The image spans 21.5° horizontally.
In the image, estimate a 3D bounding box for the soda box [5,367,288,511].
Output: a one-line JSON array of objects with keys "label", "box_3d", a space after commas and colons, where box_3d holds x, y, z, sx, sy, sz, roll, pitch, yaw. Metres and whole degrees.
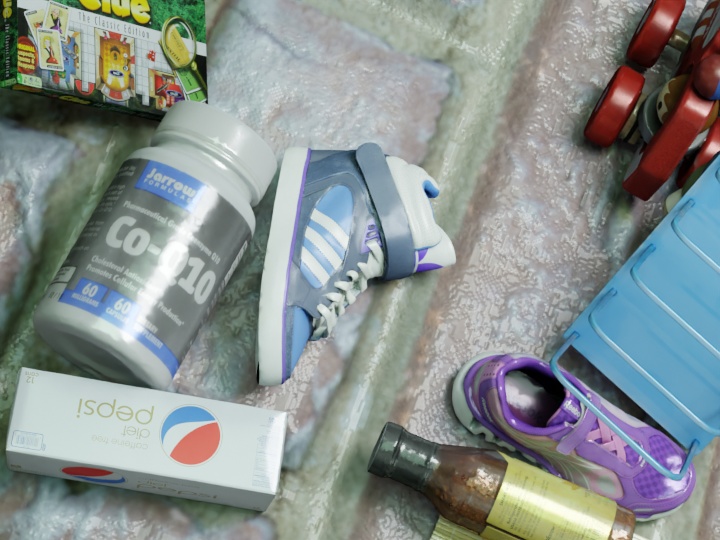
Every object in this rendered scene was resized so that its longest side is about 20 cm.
[{"label": "soda box", "box_3d": [-0.157, 0.125, 1.383, 0.198, 0.068, 0.064, 11, 70, -6]}]

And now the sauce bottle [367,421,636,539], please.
[{"label": "sauce bottle", "box_3d": [0.103, 0.167, 1.401, 0.199, 0.066, 0.066, 25, 70, -2]}]

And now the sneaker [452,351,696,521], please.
[{"label": "sneaker", "box_3d": [0.165, 0.121, 1.427, 0.199, 0.089, 0.081, 29, 70, 0]}]

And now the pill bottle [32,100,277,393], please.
[{"label": "pill bottle", "box_3d": [-0.148, -0.019, 1.408, 0.113, 0.114, 0.201, 28, 70, 1]}]

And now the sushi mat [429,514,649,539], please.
[{"label": "sushi mat", "box_3d": [0.149, 0.223, 1.431, 0.199, 0.012, 0.096, 24, 69, -1]}]

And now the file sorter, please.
[{"label": "file sorter", "box_3d": [0.251, 0.033, 1.378, 0.139, 0.123, 0.200, 42, 110, 6]}]

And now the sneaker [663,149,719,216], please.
[{"label": "sneaker", "box_3d": [0.335, -0.070, 1.484, 0.199, 0.090, 0.067, -8, 60, -35]}]

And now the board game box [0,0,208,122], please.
[{"label": "board game box", "box_3d": [-0.190, -0.173, 1.427, 0.199, 0.023, 0.106, 8, 74, -51]}]

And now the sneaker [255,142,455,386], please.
[{"label": "sneaker", "box_3d": [0.000, 0.000, 1.443, 0.145, 0.081, 0.202, 9, 65, -2]}]

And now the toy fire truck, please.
[{"label": "toy fire truck", "box_3d": [0.268, -0.160, 1.495, 0.112, 0.168, 0.201, 29, 70, 1]}]
